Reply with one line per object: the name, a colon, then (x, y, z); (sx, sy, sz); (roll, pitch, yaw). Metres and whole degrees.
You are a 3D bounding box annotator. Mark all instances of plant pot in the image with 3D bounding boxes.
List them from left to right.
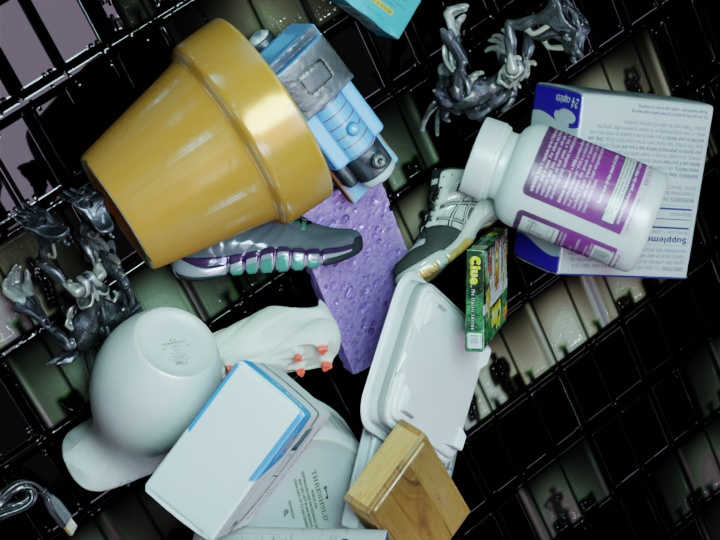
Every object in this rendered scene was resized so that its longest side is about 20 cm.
plant pot: (-0.155, -0.103, 1.483); (0.182, 0.200, 0.201); (-35, 116, -10)

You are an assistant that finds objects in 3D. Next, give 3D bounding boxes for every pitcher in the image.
pitcher: (-0.187, 0.122, 1.531); (0.170, 0.122, 0.201); (-11, 149, -34)

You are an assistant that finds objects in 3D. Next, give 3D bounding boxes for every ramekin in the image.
ramekin: (-0.074, 0.238, 1.669); (0.200, 0.094, 0.205); (-7, 106, -26)

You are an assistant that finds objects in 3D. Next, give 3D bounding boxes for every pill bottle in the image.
pill bottle: (0.207, -0.084, 1.626); (0.198, 0.112, 0.113); (23, 93, 6)

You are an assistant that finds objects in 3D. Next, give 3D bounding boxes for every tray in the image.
tray: (0.053, 0.243, 1.629); (0.099, 0.037, 0.200); (-52, 147, -16)

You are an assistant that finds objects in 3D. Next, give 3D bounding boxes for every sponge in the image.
sponge: (0.000, 0.000, 1.685); (0.111, 0.030, 0.202); (-30, 115, -19)

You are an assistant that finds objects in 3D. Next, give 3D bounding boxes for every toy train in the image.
toy train: (-0.038, -0.157, 1.570); (0.087, 0.114, 0.201); (-43, 113, -11)

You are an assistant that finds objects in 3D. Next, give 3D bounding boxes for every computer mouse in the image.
computer mouse: (-0.338, 0.305, 1.580); (0.140, 0.046, 0.201); (-37, 112, -20)

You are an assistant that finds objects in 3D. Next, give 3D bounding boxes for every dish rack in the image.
dish rack: (0.077, 0.110, 1.649); (0.200, 0.043, 0.173); (40, 65, -55)

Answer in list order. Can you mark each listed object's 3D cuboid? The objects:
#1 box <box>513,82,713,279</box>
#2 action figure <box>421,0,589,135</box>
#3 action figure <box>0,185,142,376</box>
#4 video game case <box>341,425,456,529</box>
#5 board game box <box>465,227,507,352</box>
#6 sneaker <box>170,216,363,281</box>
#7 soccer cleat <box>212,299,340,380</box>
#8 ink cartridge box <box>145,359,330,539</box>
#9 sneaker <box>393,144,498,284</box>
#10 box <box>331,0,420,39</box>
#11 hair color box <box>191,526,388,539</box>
box: (0.281, -0.099, 1.765); (0.182, 0.105, 0.202); (2, 101, -27)
action figure: (0.139, -0.225, 1.653); (0.199, 0.103, 0.118); (-31, 154, 24)
action figure: (-0.273, 0.009, 1.506); (0.118, 0.102, 0.201); (-29, 141, -27)
video game case: (0.054, 0.196, 1.695); (0.200, 0.023, 0.184); (26, 76, -59)
board game box: (0.135, 0.017, 1.677); (0.023, 0.200, 0.106); (4, 100, 11)
sneaker: (-0.095, -0.043, 1.585); (0.198, 0.074, 0.089); (-7, 97, -12)
soccer cleat: (-0.119, 0.080, 1.627); (0.198, 0.078, 0.070); (-10, 138, -7)
ink cartridge box: (-0.112, 0.168, 1.495); (0.086, 0.200, 0.147); (37, 90, 9)
sneaker: (0.093, -0.061, 1.695); (0.088, 0.076, 0.200); (47, 66, 0)
box: (0.050, -0.345, 1.611); (0.082, 0.049, 0.201); (31, 88, -31)
hair color box: (-0.073, 0.308, 1.552); (0.197, 0.100, 0.061); (0, 127, 10)
